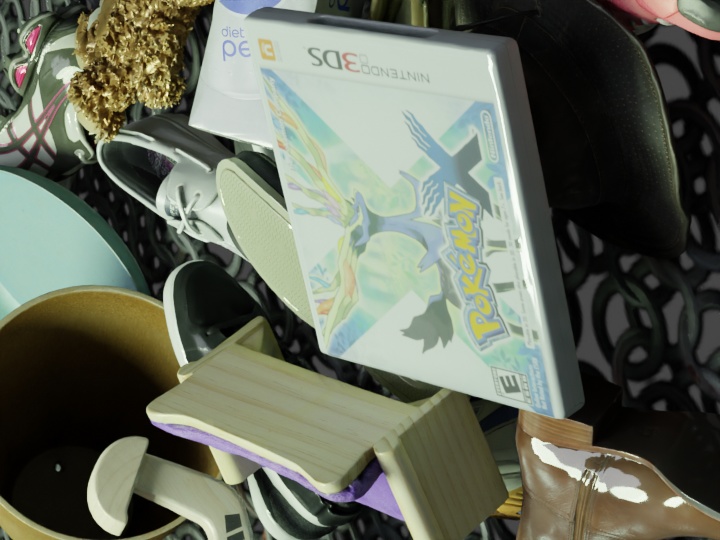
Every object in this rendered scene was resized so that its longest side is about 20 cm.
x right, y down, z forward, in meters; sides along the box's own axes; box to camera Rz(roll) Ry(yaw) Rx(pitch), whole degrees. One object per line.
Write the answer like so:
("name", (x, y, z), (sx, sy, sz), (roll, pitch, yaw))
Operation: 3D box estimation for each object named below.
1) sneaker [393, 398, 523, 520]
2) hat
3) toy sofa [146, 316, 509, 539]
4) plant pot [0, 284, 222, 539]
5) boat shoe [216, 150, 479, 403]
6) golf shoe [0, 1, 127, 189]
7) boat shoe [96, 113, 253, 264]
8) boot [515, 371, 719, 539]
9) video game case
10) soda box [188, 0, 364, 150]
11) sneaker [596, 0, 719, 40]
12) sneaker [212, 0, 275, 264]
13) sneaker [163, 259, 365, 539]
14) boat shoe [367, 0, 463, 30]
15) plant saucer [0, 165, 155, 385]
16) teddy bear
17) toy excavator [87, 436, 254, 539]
("sneaker", (0.045, 0.098, 1.401), (0.200, 0.075, 0.088), (-2, 78, 45))
("hat", (0.080, -0.073, 1.223), (0.201, 0.081, 0.201), (50, 160, 27))
("toy sofa", (-0.023, 0.101, 1.326), (0.200, 0.098, 0.083), (15, 136, 50))
("plant pot", (-0.194, 0.136, 1.690), (0.187, 0.186, 0.200), (64, 158, 18))
("boat shoe", (0.000, 0.000, 1.347), (0.200, 0.068, 0.072), (40, 146, 15))
("golf shoe", (-0.216, -0.094, 1.712), (0.088, 0.077, 0.200), (42, 140, 22))
("boat shoe", (-0.103, -0.050, 1.561), (0.200, 0.068, 0.072), (40, 132, 41))
("boot", (0.157, 0.162, 1.265), (0.186, 0.064, 0.200), (27, 135, 30))
("video game case", (0.026, -0.031, 1.219), (0.182, 0.022, 0.200), (13, 125, 45))
("soda box", (-0.035, -0.169, 1.349), (0.063, 0.068, 0.200), (17, 99, 22))
("sneaker", (0.140, -0.148, 1.182), (0.200, 0.074, 0.087), (43, 147, 47))
("sneaker", (-0.060, -0.085, 1.466), (0.099, 0.071, 0.200), (117, 144, -52))
("sneaker", (-0.046, 0.069, 1.528), (0.112, 0.073, 0.200), (-33, 82, 52))
("boat shoe", (0.022, -0.117, 1.355), (0.073, 0.063, 0.201), (56, 144, 27))
("plant saucer", (-0.223, 0.000, 1.733), (0.200, 0.027, 0.200), (25, 140, 23))
("teddy bear", (-0.134, -0.169, 1.552), (0.200, 0.067, 0.145), (-60, 25, 28))
("toy excavator", (-0.064, 0.197, 1.499), (0.100, 0.194, 0.200), (123, 139, -67))
